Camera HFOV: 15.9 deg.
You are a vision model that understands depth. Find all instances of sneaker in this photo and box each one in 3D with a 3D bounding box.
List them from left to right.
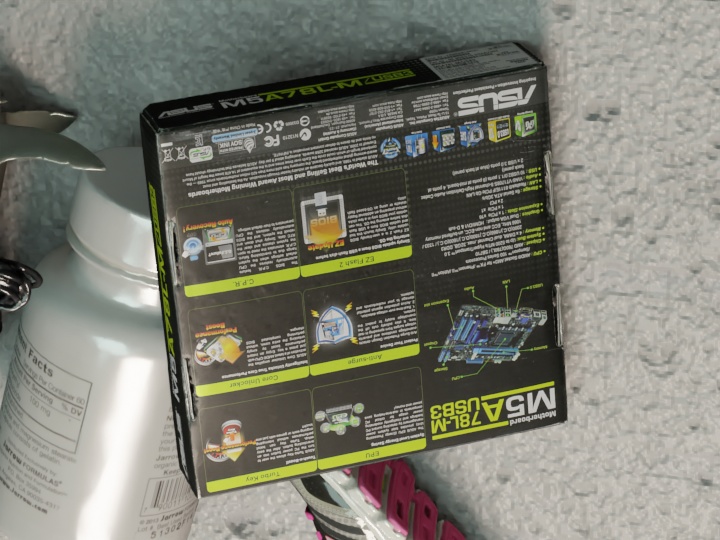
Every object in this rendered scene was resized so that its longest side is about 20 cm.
[{"bbox_3d":[0.001,0.153,1.361,0.087,0.074,0.200,-36,103,20],"label":"sneaker"}]

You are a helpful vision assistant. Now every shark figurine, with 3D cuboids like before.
[{"bbox_3d":[-0.183,-0.066,1.313,0.089,0.214,0.129,-10,78,-19],"label":"shark figurine"}]

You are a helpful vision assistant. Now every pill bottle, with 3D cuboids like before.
[{"bbox_3d":[-0.122,0.045,1.330,0.114,0.114,0.201,20,115,8],"label":"pill bottle"}]

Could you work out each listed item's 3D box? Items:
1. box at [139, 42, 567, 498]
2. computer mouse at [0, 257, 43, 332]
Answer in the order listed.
[{"bbox_3d":[0.000,0.000,1.264,0.199,0.048,0.194,-11,114,-14],"label":"box"},{"bbox_3d":[-0.245,0.020,1.306,0.140,0.200,0.046,16,75,-13],"label":"computer mouse"}]
